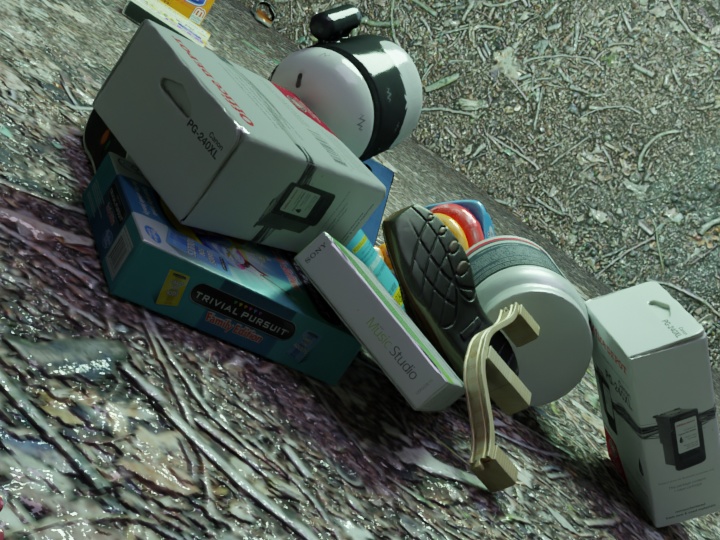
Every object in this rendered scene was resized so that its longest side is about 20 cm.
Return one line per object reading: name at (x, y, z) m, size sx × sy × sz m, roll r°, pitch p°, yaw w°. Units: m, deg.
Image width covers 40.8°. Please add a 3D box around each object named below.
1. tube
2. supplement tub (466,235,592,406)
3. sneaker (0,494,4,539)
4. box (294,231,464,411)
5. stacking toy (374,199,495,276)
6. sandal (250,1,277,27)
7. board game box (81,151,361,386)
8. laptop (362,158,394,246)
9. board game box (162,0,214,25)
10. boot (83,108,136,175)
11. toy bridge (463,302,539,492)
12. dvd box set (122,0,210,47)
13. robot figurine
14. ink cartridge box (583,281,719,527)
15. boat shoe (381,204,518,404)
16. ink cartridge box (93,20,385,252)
tube at (0.000, 0.000, 0.925) m, size 0.201 × 0.050 × 0.078 m, roll 53°, pitch 34°, yaw -10°
supplement tub at (0.170, 0.051, 1.060) m, size 0.140 × 0.141 × 0.200 m, roll 33°, pitch 13°, yaw -10°
sneaker at (-0.140, 0.092, 0.263) m, size 0.074 × 0.081 × 0.200 m, roll 20°, pitch 20°, yaw -42°
box at (0.023, 0.049, 0.781) m, size 0.145 × 0.036 × 0.200 m, roll 51°, pitch 1°, yaw 14°
stacking toy at (0.066, -0.022, 1.165) m, size 0.109 × 0.118 × 0.199 m, roll -3°, pitch 3°, yaw 43°
sandal at (-0.300, -0.824, 3.096) m, size 0.079 × 0.060 × 0.207 m, roll 31°, pitch 14°, yaw -21°
board game box at (-0.107, -0.002, 0.747) m, size 0.199 × 0.047 × 0.151 m, roll 27°, pitch 16°, yaw -34°
laptop at (-0.028, -0.054, 0.977) m, size 0.186 × 0.117 × 0.200 m, roll 26°, pitch 16°, yaw -33°
board game box at (-0.396, -0.660, 1.973) m, size 0.199 × 0.201 × 0.200 m, roll 19°, pitch 21°, yaw -50°
boot at (-0.171, -0.099, 0.881) m, size 0.143 × 0.073 × 0.201 m, roll 27°, pitch 24°, yaw -34°
toy bridge at (0.115, 0.093, 0.819) m, size 0.067 × 0.027 × 0.201 m, roll 49°, pitch 35°, yaw -20°
dvd box set at (-0.337, -0.433, 1.699) m, size 0.145 × 0.030 × 0.200 m, roll 32°, pitch 14°, yaw -16°
robot figurine at (-0.015, -0.170, 0.973) m, size 0.151 × 0.125 × 0.200 m, roll 53°, pitch 35°, yaw 3°
ink cartridge box at (0.302, 0.133, 0.999) m, size 0.145 × 0.082 × 0.202 m, roll -106°, pitch -179°, yaw -69°
boat shoe at (0.071, 0.039, 0.903) m, size 0.075 × 0.074 × 0.202 m, roll -32°, pitch 98°, yaw -36°
ink cartridge box at (-0.092, -0.096, 0.771) m, size 0.145 × 0.084 × 0.199 m, roll 49°, pitch 18°, yaw 28°
